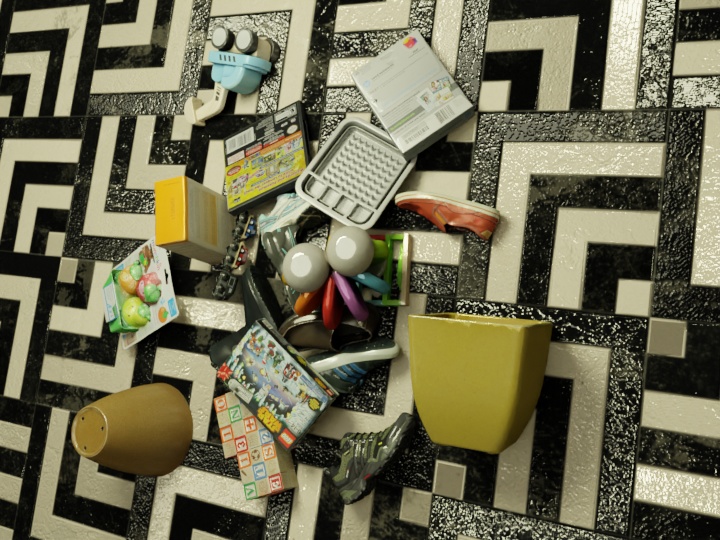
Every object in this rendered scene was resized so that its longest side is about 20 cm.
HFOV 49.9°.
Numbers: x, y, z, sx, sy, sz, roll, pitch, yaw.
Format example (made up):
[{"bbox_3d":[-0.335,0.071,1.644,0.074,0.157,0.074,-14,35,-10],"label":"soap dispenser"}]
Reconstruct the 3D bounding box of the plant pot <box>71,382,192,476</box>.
[{"bbox_3d":[-0.462,0.316,1.524,0.182,0.199,0.191,-4,80,24],"label":"plant pot"}]

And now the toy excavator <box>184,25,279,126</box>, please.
[{"bbox_3d":[-0.281,-0.399,1.623,0.191,0.099,0.205,14,96,29],"label":"toy excavator"}]

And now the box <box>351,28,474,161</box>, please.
[{"bbox_3d":[0.095,-0.325,1.430,0.154,0.041,0.202,-33,69,2],"label":"box"}]

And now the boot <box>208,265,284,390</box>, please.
[{"bbox_3d":[-0.233,0.115,1.513,0.166,0.076,0.203,-30,76,14],"label":"boot"}]

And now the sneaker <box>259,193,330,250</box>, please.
[{"bbox_3d":[-0.124,-0.123,1.502,0.198,0.077,0.088,-33,65,17],"label":"sneaker"}]

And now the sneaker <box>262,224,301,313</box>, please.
[{"bbox_3d":[-0.115,0.010,1.458,0.078,0.075,0.204,-24,96,-1],"label":"sneaker"}]

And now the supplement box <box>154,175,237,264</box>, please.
[{"bbox_3d":[-0.320,-0.094,1.523,0.072,0.199,0.129,-9,76,20],"label":"supplement box"}]

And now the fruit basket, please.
[{"bbox_3d":[-0.460,0.044,1.614,0.198,0.093,0.189,-31,68,39],"label":"fruit basket"}]

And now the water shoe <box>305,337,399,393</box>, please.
[{"bbox_3d":[-0.012,0.179,1.411,0.196,0.072,0.081,-15,102,22],"label":"water shoe"}]

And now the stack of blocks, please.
[{"bbox_3d":[-0.200,0.326,1.471,0.113,0.058,0.204,-22,72,21],"label":"stack of blocks"}]

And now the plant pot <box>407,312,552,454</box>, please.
[{"bbox_3d":[0.189,0.178,1.238,0.190,0.195,0.205,4,89,26],"label":"plant pot"}]

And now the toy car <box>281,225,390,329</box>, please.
[{"bbox_3d":[-0.034,0.021,1.345,0.196,0.175,0.153,-20,78,9],"label":"toy car"}]

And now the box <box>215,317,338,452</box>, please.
[{"bbox_3d":[-0.153,0.207,1.402,0.200,0.040,0.138,43,107,11],"label":"box"}]

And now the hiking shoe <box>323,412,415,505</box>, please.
[{"bbox_3d":[0.012,0.313,1.359,0.101,0.075,0.201,43,102,22],"label":"hiking shoe"}]

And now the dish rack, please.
[{"bbox_3d":[-0.006,-0.173,1.430,0.170,0.044,0.202,30,72,16],"label":"dish rack"}]

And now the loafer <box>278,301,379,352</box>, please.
[{"bbox_3d":[-0.061,0.110,1.406,0.196,0.074,0.072,-17,33,12],"label":"loafer"}]

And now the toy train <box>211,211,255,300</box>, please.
[{"bbox_3d":[-0.245,-0.030,1.531,0.034,0.045,0.204,-32,38,51],"label":"toy train"}]

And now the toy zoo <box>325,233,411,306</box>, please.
[{"bbox_3d":[0.000,0.000,1.450,0.196,0.020,0.135,0,81,26],"label":"toy zoo"}]

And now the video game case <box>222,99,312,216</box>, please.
[{"bbox_3d":[-0.190,-0.226,1.560,0.197,0.025,0.184,-22,60,21],"label":"video game case"}]

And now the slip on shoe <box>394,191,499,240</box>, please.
[{"bbox_3d":[0.147,-0.099,1.370,0.196,0.074,0.063,16,91,23],"label":"slip on shoe"}]
